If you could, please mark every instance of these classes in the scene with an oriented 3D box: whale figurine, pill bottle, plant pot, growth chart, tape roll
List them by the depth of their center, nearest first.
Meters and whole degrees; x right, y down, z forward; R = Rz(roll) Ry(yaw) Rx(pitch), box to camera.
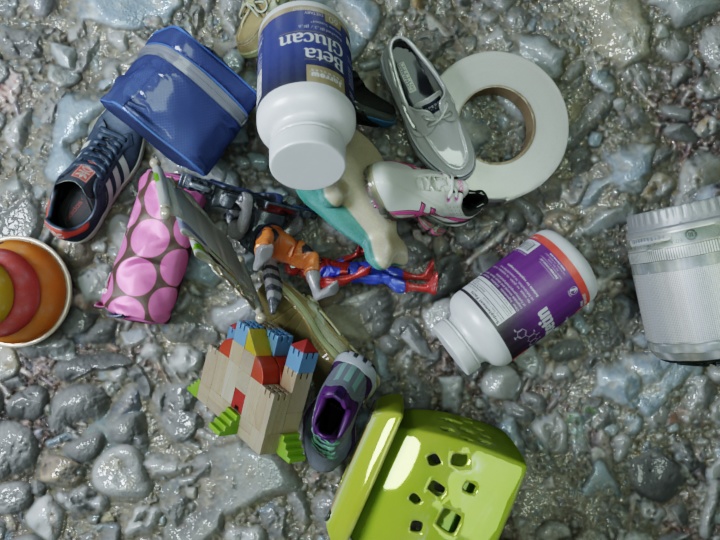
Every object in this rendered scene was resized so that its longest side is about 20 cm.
[{"bbox_3d":[-0.061,-0.195,0.733,0.110,0.111,0.201,-3,61,-2],"label":"pill bottle"},{"bbox_3d":[-0.178,-0.032,0.771,0.018,0.145,0.200,-33,127,4],"label":"growth chart"},{"bbox_3d":[0.070,0.266,0.793,0.181,0.200,0.200,24,89,4],"label":"plant pot"},{"bbox_3d":[-0.015,-0.085,0.826,0.104,0.159,0.201,-29,83,27],"label":"whale figurine"},{"bbox_3d":[0.196,0.045,0.840,0.200,0.112,0.113,-37,90,-2],"label":"pill bottle"},{"bbox_3d":[0.180,-0.192,0.882,0.202,0.037,0.204,0,88,-3],"label":"tape roll"}]

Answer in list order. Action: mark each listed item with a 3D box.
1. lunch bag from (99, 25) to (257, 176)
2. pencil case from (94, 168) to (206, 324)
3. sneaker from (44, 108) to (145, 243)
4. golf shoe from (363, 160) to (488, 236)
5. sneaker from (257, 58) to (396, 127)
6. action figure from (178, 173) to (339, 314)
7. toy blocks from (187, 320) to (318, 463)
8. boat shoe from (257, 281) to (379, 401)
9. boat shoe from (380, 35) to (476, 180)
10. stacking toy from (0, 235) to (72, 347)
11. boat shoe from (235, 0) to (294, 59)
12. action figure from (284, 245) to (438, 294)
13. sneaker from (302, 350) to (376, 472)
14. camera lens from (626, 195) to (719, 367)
[{"bbox_3d":[-0.217,-0.211,0.792,0.136,0.200,0.133,40,84,-32],"label":"lunch bag"},{"bbox_3d":[-0.265,-0.031,0.836,0.093,0.091,0.201,18,86,-2],"label":"pencil case"},{"bbox_3d":[-0.341,-0.129,0.834,0.075,0.085,0.201,22,88,-2],"label":"sneaker"},{"bbox_3d":[0.081,-0.100,0.795,0.092,0.200,0.073,-24,70,32],"label":"golf shoe"},{"bbox_3d":[-0.034,-0.258,0.856,0.199,0.073,0.082,29,88,-2],"label":"sneaker"},{"bbox_3d":[-0.135,-0.043,0.799,0.199,0.194,0.105,14,112,-35],"label":"action figure"},{"bbox_3d":[-0.129,0.125,0.797,0.100,0.200,0.137,6,103,-45],"label":"toy blocks"},{"bbox_3d":[-0.055,0.090,0.851,0.201,0.063,0.073,47,127,4],"label":"boat shoe"},{"bbox_3d":[0.084,-0.203,0.828,0.073,0.065,0.200,-34,89,-2],"label":"boat shoe"},{"bbox_3d":[-0.447,0.026,0.769,0.145,0.200,0.147,0,89,-3],"label":"stacking toy"},{"bbox_3d":[-0.116,-0.372,0.845,0.073,0.063,0.201,24,84,43],"label":"boat shoe"},{"bbox_3d":[0.000,0.000,0.858,0.199,0.066,0.052,1,120,-3],"label":"action figure"},{"bbox_3d":[-0.044,0.190,0.788,0.074,0.088,0.201,24,124,11],"label":"sneaker"},{"bbox_3d":[0.434,0.013,0.826,0.159,0.160,0.201,-12,89,-3],"label":"camera lens"}]
